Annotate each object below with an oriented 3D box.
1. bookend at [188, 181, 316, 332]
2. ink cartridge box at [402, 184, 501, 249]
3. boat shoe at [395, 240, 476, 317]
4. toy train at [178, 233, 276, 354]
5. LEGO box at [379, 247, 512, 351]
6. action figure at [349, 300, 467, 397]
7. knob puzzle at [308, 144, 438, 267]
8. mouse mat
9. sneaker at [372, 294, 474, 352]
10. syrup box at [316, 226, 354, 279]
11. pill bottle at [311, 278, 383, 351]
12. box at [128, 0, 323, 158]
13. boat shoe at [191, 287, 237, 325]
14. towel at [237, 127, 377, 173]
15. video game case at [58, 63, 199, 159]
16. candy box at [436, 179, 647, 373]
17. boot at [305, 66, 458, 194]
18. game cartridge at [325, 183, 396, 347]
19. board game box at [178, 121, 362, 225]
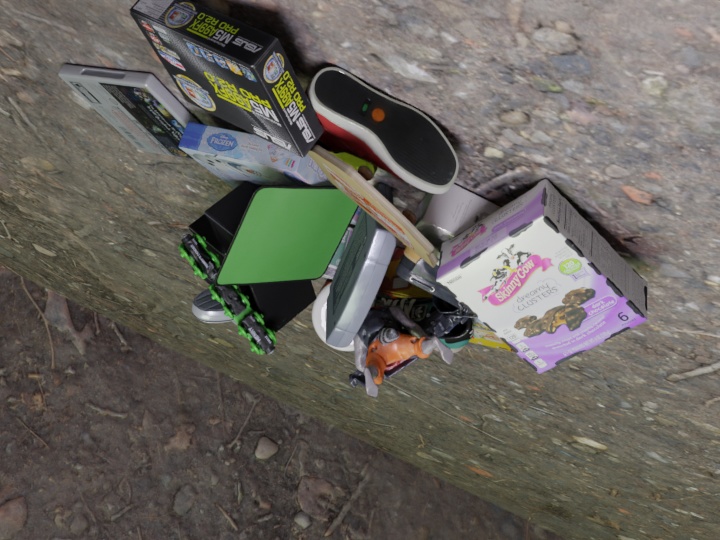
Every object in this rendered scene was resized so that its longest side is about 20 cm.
[{"bbox_3d":[-0.175,-0.044,1.543,0.198,0.092,0.201,37,155,35],"label":"bookend"},{"bbox_3d":[0.165,-0.034,1.414,0.198,0.068,0.117,27,163,-4],"label":"ink cartridge box"},{"bbox_3d":[0.124,0.030,1.401,0.199,0.062,0.075,36,-173,-27],"label":"boat shoe"},{"bbox_3d":[-0.183,0.033,1.502,0.201,0.042,0.056,54,169,-6],"label":"toy train"},{"bbox_3d":[0.152,0.046,1.652,0.198,0.078,0.149,11,158,37],"label":"LEGO box"},{"bbox_3d":[0.058,0.079,1.443,0.105,0.199,0.193,55,177,-19],"label":"action figure"},{"bbox_3d":[0.015,-0.090,1.262,0.219,0.031,0.220,42,178,2],"label":"knob puzzle"},{"bbox_3d":[-0.091,-0.046,1.438,0.199,0.162,0.008,-3,-140,-45],"label":"mouse mat"},{"bbox_3d":[0.068,0.064,1.565,0.197,0.072,0.080,11,156,-7],"label":"sneaker"},{"bbox_3d":[-0.076,-0.036,1.638,0.081,0.080,0.199,17,177,-28],"label":"syrup box"},{"bbox_3d":[-0.011,0.049,1.713,0.108,0.111,0.200,23,-166,1],"label":"pill bottle"},{"bbox_3d":[-0.148,-0.221,1.216,0.199,0.044,0.161,29,162,30],"label":"box"},{"bbox_3d":[-0.168,0.058,1.660,0.198,0.067,0.073,-13,-141,-36],"label":"boat shoe"},{"bbox_3d":[-0.075,-0.171,1.408,0.198,0.018,0.086,19,163,17],"label":"towel"},{"bbox_3d":[-0.308,-0.223,1.560,0.180,0.024,0.200,13,159,34],"label":"video game case"},{"bbox_3d":[0.217,0.012,1.310,0.200,0.072,0.167,40,129,-23],"label":"candy box"},{"bbox_3d":[0.015,-0.147,1.274,0.199,0.073,0.144,34,163,-5],"label":"boot"},{"bbox_3d":[0.000,0.000,1.462,0.040,0.134,0.201,18,124,-9],"label":"game cartridge"},{"bbox_3d":[-0.115,-0.131,1.501,0.197,0.044,0.200,15,169,29],"label":"board game box"}]
